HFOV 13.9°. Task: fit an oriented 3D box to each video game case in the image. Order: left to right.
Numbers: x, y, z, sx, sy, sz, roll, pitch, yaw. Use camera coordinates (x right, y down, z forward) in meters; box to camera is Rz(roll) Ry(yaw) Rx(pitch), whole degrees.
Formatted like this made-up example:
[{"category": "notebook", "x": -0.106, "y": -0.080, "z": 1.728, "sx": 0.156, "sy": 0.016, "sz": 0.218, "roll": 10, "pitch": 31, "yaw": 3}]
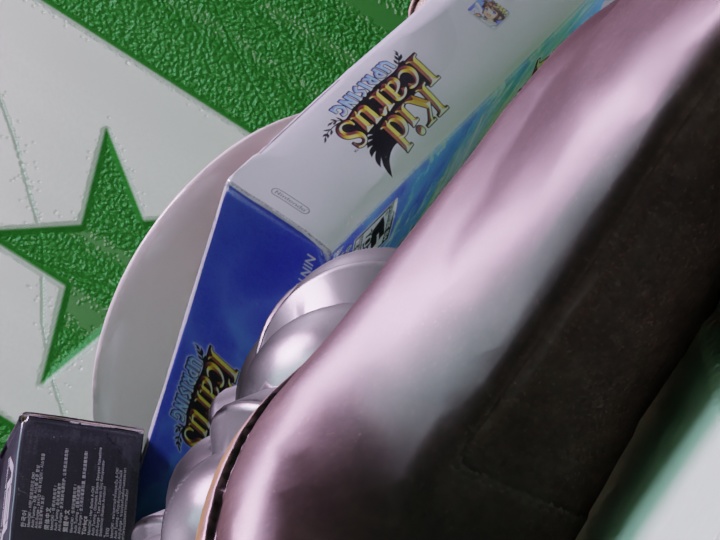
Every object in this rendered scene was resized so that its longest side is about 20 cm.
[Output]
[{"category": "video game case", "x": 0.000, "y": 0.000, "z": 1.003, "sx": 0.181, "sy": 0.045, "sz": 0.200, "roll": -47, "pitch": -15, "yaw": -41}]

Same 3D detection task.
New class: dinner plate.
[{"category": "dinner plate", "x": -0.036, "y": 0.025, "z": 1.301, "sx": 0.200, "sy": 0.024, "sz": 0.201, "roll": -30, "pitch": -43, "yaw": -33}]

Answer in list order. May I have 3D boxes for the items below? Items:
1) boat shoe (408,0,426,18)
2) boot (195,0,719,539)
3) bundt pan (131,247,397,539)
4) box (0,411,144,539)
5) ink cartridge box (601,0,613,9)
[{"category": "boat shoe", "x": 0.052, "y": -0.088, "z": 1.173, "sx": 0.200, "sy": 0.072, "sz": 0.072, "roll": -73, "pitch": -19, "yaw": -66}, {"category": "boot", "x": 0.043, "y": -0.007, "z": 0.582, "sx": 0.200, "sy": 0.072, "sz": 0.167, "roll": -55, "pitch": -2, "yaw": -47}, {"category": "bundt pan", "x": -0.022, "y": 0.077, "z": 0.828, "sx": 0.202, "sy": 0.076, "sz": 0.202, "roll": -58, "pitch": 3, "yaw": 5}, {"category": "box", "x": -0.116, "y": 0.168, "z": 0.997, "sx": 0.161, "sy": 0.049, "sz": 0.201, "roll": 131, "pitch": 145, "yaw": -64}, {"category": "ink cartridge box", "x": 0.122, "y": -0.184, "z": 1.104, "sx": 0.200, "sy": 0.083, "sz": 0.145, "roll": -58, "pitch": 2, "yaw": 10}]
